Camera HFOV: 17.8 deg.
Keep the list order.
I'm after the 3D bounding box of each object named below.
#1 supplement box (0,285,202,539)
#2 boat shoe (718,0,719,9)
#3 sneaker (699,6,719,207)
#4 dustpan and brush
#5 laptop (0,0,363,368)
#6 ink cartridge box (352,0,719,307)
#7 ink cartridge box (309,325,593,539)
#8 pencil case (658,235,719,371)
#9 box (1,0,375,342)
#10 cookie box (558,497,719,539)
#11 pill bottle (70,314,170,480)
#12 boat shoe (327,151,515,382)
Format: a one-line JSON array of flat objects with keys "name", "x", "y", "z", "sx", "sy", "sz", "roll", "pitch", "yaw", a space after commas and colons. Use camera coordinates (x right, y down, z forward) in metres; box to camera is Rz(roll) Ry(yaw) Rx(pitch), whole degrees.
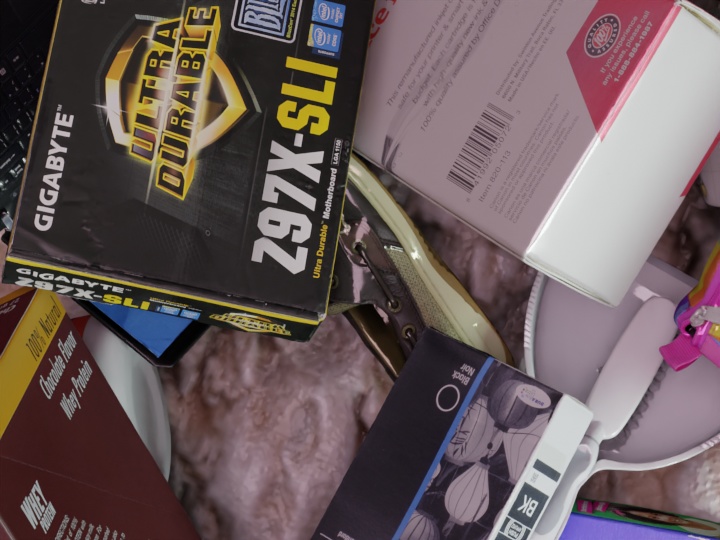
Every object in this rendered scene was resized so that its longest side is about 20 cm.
[{"name": "supplement box", "x": -0.176, "y": 0.147, "z": 1.102, "sx": 0.132, "sy": 0.197, "sz": 0.201, "roll": -25, "pitch": 107, "yaw": 13}, {"name": "boat shoe", "x": 0.236, "y": -0.205, "z": 1.175, "sx": 0.075, "sy": 0.075, "sz": 0.202, "roll": 49, "pitch": 63, "yaw": -1}, {"name": "sneaker", "x": 0.262, "y": -0.097, "z": 1.208, "sx": 0.198, "sy": 0.074, "sz": 0.116, "roll": -17, "pitch": 108, "yaw": -2}, {"name": "dustpan and brush", "x": 0.127, "y": 0.077, "z": 1.193, "sx": 0.139, "sy": 0.057, "sz": 0.201, "roll": 29, "pitch": 75, "yaw": 8}, {"name": "laptop", "x": -0.118, "y": -0.086, "z": 1.205, "sx": 0.103, "sy": 0.201, "sz": 0.177, "roll": 20, "pitch": 58, "yaw": 41}, {"name": "ink cartridge box", "x": 0.082, "y": -0.094, "z": 1.171, "sx": 0.200, "sy": 0.083, "sz": 0.147, "roll": 36, "pitch": 97, "yaw": 46}, {"name": "ink cartridge box", "x": 0.029, "y": 0.136, "z": 1.156, "sx": 0.099, "sy": 0.039, "sz": 0.201, "roll": 24, "pitch": 85, "yaw": 38}, {"name": "pencil case", "x": 0.225, "y": -0.030, "z": 1.137, "sx": 0.088, "sy": 0.088, "sz": 0.201, "roll": 27, "pitch": 115, "yaw": 8}, {"name": "box", "x": -0.082, "y": -0.077, "z": 1.148, "sx": 0.158, "sy": 0.049, "sz": 0.202, "roll": 13, "pitch": 70, "yaw": -9}, {"name": "cookie box", "x": 0.088, "y": 0.204, "z": 1.223, "sx": 0.198, "sy": 0.075, "sz": 0.173, "roll": 10, "pitch": 90, "yaw": 8}, {"name": "pill bottle", "x": -0.210, "y": 0.093, "z": 1.250, "sx": 0.198, "sy": 0.112, "sz": 0.113, "roll": -11, "pitch": 88, "yaw": 9}, {"name": "boat shoe", "x": 0.000, "y": 0.000, "z": 1.215, "sx": 0.200, "sy": 0.073, "sz": 0.065, "roll": 47, "pitch": 72, "yaw": -8}]
